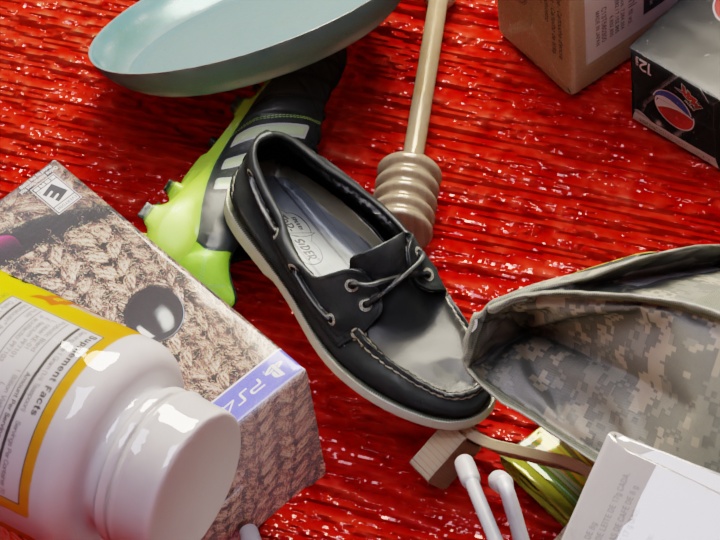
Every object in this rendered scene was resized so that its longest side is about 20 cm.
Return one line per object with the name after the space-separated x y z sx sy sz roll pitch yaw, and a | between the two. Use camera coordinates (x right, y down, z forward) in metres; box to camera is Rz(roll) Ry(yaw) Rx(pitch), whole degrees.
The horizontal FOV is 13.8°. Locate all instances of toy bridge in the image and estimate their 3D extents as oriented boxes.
0.112 0.139 1.502 0.067 0.027 0.200 -49 59 5 | toy bridge

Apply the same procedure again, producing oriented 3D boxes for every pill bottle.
-0.159 0.063 1.386 0.200 0.109 0.109 24 59 22 | pill bottle

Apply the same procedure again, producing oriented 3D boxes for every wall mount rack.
0.013 0.139 1.412 0.200 0.174 0.075 -17 87 -5 | wall mount rack

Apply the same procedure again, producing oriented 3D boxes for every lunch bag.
0.165 0.049 1.463 0.200 0.164 0.118 20 101 25 | lunch bag

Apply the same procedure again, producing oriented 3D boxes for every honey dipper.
0.034 -0.098 1.702 0.038 0.038 0.200 2 52 8 | honey dipper

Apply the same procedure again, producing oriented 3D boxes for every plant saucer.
-0.058 -0.145 1.702 0.200 0.027 0.200 -16 22 6 | plant saucer

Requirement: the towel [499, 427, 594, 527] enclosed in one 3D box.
0.174 0.069 1.571 0.200 0.018 0.086 -36 58 -20 | towel

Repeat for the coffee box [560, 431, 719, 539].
0.175 0.223 1.319 0.200 0.198 0.200 21 74 21 | coffee box

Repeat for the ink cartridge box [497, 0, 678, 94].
0.157 -0.220 1.678 0.165 0.200 0.075 -33 57 -17 | ink cartridge box

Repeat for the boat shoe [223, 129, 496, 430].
0.002 -0.001 1.557 0.074 0.066 0.199 -24 58 -26 | boat shoe

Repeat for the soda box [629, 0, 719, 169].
0.241 -0.152 1.702 0.071 0.063 0.200 34 62 28 | soda box

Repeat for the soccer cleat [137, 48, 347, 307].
-0.053 -0.052 1.666 0.081 0.068 0.200 36 57 1 | soccer cleat

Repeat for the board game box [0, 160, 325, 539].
-0.145 0.069 1.510 0.159 0.097 0.200 -39 58 -21 | board game box
